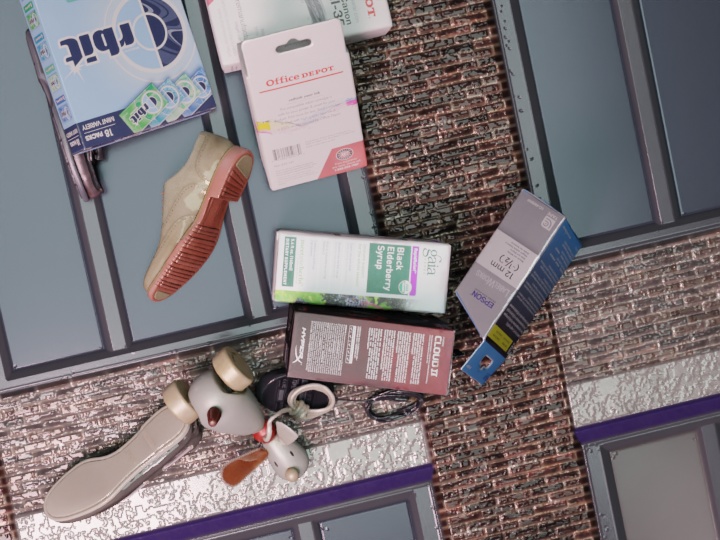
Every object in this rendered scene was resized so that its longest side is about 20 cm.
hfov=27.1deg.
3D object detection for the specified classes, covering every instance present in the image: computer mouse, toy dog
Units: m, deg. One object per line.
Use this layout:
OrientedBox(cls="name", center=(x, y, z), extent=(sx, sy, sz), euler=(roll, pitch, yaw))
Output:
OrientedBox(cls="computer mouse", center=(-0.024, 0.141, 1.724), extent=(0.197, 0.034, 0.059), euler=(7, 114, -13))
OrientedBox(cls="toy dog", center=(-0.123, 0.175, 1.647), extent=(0.198, 0.097, 0.132), euler=(24, 115, -23))

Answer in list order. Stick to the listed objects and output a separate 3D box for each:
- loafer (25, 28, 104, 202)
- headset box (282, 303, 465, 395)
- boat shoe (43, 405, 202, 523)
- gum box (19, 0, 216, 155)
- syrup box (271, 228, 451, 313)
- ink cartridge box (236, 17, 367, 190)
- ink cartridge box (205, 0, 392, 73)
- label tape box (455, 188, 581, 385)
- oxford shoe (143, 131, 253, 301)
OrientedBox(cls="loafer", center=(-0.315, -0.180, 1.662), extent=(0.062, 0.072, 0.202), euler=(-19, 91, -8))
OrientedBox(cls="headset box", center=(0.016, 0.085, 1.664), extent=(0.197, 0.149, 0.076), euler=(7, 93, -5))
OrientedBox(cls="boat shoe", center=(-0.263, 0.228, 1.691), extent=(0.199, 0.057, 0.067), euler=(-35, 55, 1))
OrientedBox(cls="gum box", center=(-0.268, -0.248, 1.641), extent=(0.169, 0.044, 0.202), euler=(-22, 95, -31))
OrientedBox(cls="syrup box", center=(0.000, 0.000, 1.692), extent=(0.197, 0.081, 0.080), euler=(4, 93, -4))
OrientedBox(cls="ink cartridge box", center=(-0.066, -0.195, 1.630), extent=(0.115, 0.068, 0.201), euler=(-14, 134, -5))
OrientedBox(cls="ink cartridge box", center=(-0.075, -0.317, 1.669), extent=(0.197, 0.083, 0.148), euler=(-14, 94, -4))
OrientedBox(cls="label tape box", center=(0.161, 0.023, 1.672), extent=(0.066, 0.143, 0.201), euler=(36, 90, 19))
OrientedBox(cls="oxford shoe", center=(-0.196, -0.061, 1.689), extent=(0.073, 0.071, 0.201), euler=(31, 90, 19))
